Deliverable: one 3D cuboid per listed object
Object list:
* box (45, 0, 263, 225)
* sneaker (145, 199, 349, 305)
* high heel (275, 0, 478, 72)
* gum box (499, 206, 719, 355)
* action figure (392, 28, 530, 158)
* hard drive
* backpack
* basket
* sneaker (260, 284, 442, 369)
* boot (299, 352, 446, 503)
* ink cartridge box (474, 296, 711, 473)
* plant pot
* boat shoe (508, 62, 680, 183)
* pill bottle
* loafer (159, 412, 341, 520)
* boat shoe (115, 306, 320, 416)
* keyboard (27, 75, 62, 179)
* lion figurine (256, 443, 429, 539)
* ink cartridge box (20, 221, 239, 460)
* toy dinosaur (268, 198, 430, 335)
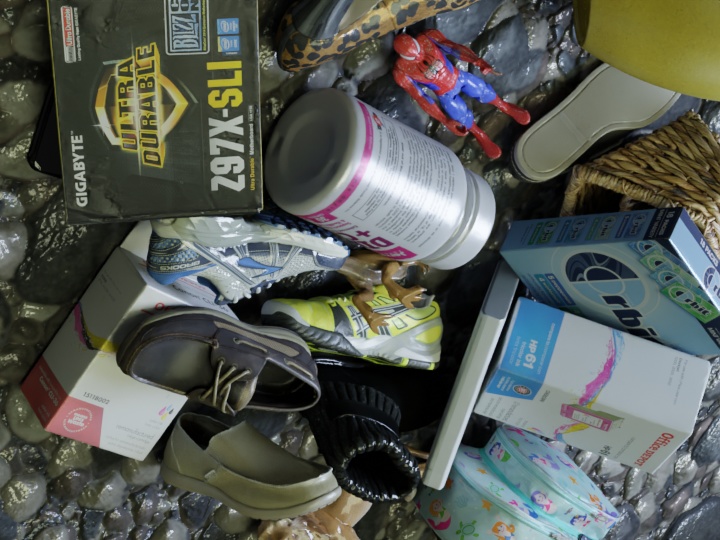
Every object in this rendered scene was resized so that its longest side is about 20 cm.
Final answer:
[{"bbox_3d":[-0.158,-0.137,1.318,0.159,0.049,0.200,-4,119,-9],"label":"box"},{"bbox_3d":[-0.101,-0.014,1.453,0.200,0.077,0.085,8,110,-37],"label":"sneaker"},{"bbox_3d":[0.021,-0.221,1.437,0.200,0.071,0.143,-7,150,-46],"label":"high heel"},{"bbox_3d":[0.259,0.016,1.632,0.170,0.200,0.045,50,54,-32],"label":"gum box"},{"bbox_3d":[0.098,-0.148,1.483,0.065,0.099,0.200,-51,141,6],"label":"action figure"},{"bbox_3d":[0.110,0.102,1.685,0.027,0.132,0.200,20,117,4],"label":"hard drive"},{"bbox_3d":[0.160,0.253,1.787,0.200,0.178,0.151,21,106,-31],"label":"backpack"},{"bbox_3d":[0.288,-0.029,1.647,0.149,0.143,0.200,-27,154,-19],"label":"basket"},{"bbox_3d":[-0.009,0.045,1.604,0.200,0.075,0.077,13,83,-37],"label":"sneaker"},{"bbox_3d":[0.027,0.153,1.632,0.211,0.158,0.080,7,118,-37],"label":"boot"},{"bbox_3d":[0.228,0.117,1.683,0.145,0.200,0.085,105,3,-67],"label":"ink cartridge box"},{"bbox_3d":[0.265,-0.247,1.494,0.142,0.200,0.200,-1,127,-2],"label":"plant pot"},{"bbox_3d":[0.222,-0.147,1.627,0.200,0.073,0.063,-33,178,-16],"label":"boat shoe"},{"bbox_3d":[0.021,-0.074,1.490,0.200,0.113,0.113,23,107,-42],"label":"pill bottle"},{"bbox_3d":[-0.106,0.176,1.548,0.076,0.200,0.068,-24,116,-52],"label":"loafer"},{"bbox_3d":[-0.112,0.082,1.448,0.200,0.073,0.075,6,119,-39],"label":"boat shoe"},{"bbox_3d":[-0.190,-0.159,1.351,0.104,0.040,0.200,18,114,-16],"label":"keyboard"},{"bbox_3d":[-0.009,0.231,1.731,0.122,0.072,0.200,38,87,-17],"label":"lion figurine"},{"bbox_3d":[-0.189,0.059,1.478,0.116,0.068,0.200,24,106,-43],"label":"ink cartridge box"},{"bbox_3d":[0.000,0.000,1.559,0.200,0.106,0.060,6,130,-44],"label":"toy dinosaur"}]
